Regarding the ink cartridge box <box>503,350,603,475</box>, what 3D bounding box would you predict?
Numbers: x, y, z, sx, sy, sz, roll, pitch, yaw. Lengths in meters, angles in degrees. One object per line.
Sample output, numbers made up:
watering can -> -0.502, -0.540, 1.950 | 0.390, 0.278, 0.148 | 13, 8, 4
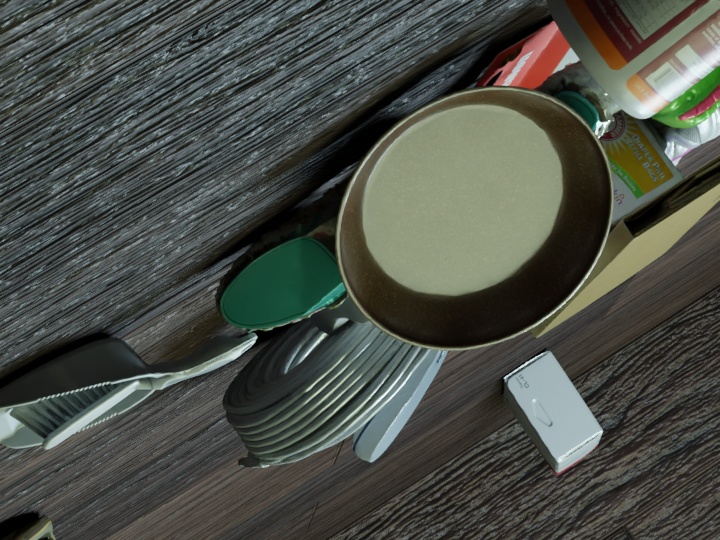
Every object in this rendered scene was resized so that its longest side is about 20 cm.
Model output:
ink cartridge box -> 0.279, 0.209, 3.131 | 0.085, 0.148, 0.200 | -33, 170, -4

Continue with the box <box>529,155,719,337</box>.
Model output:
box -> 0.231, -0.027, 1.748 | 0.163, 0.021, 0.200 | -31, 170, -29

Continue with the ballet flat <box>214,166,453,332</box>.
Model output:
ballet flat -> -0.015, -0.025, 1.519 | 0.199, 0.076, 0.064 | -31, -159, 13

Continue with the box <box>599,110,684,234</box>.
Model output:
box -> 0.140, -0.053, 1.710 | 0.199, 0.113, 0.101 | -29, 168, -27

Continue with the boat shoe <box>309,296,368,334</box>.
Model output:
boat shoe -> 0.000, 0.000, 1.638 | 0.070, 0.071, 0.200 | -39, 178, -15

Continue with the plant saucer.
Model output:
plant saucer -> 0.074, -0.040, 1.463 | 0.198, 0.037, 0.202 | -8, 122, -14

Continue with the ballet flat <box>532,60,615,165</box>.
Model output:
ballet flat -> 0.112, -0.087, 1.527 | 0.200, 0.072, 0.072 | -34, 171, 40

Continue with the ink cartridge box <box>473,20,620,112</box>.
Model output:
ink cartridge box -> 0.158, -0.143, 1.553 | 0.199, 0.047, 0.160 | -30, 168, -27

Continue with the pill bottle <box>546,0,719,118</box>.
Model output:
pill bottle -> 0.224, -0.196, 1.360 | 0.199, 0.110, 0.109 | -37, 168, 17

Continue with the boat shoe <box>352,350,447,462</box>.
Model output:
boat shoe -> 0.028, 0.064, 1.884 | 0.203, 0.086, 0.075 | -61, 169, -4

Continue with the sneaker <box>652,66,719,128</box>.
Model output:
sneaker -> 0.289, -0.193, 1.705 | 0.200, 0.077, 0.084 | -38, -153, -17

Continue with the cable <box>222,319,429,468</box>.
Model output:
cable -> -0.022, 0.076, 1.769 | 0.200, 0.069, 0.200 | -45, -167, -20

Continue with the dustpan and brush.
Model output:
dustpan and brush -> -0.169, 0.079, 1.517 | 0.199, 0.057, 0.140 | -32, 169, -11

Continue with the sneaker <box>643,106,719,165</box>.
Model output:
sneaker -> 0.241, -0.115, 1.825 | 0.088, 0.082, 0.200 | -31, 168, -20

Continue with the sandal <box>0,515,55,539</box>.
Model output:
sandal -> -0.304, 0.268, 1.942 | 0.080, 0.054, 0.200 | -31, 169, -12
